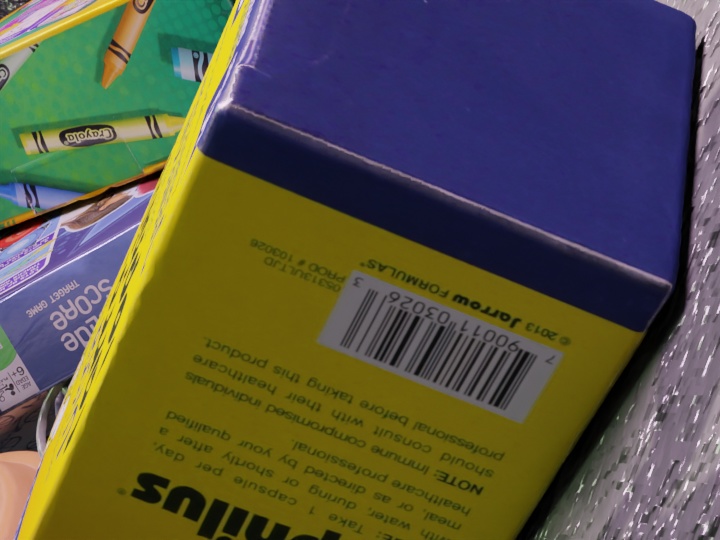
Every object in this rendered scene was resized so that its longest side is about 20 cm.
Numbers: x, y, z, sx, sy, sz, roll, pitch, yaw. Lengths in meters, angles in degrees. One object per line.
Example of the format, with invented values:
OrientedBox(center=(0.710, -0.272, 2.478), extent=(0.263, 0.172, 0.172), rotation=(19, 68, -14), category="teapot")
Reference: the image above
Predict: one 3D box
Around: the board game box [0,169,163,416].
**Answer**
OrientedBox(center=(-0.038, -0.032, 0.819), extent=(0.199, 0.035, 0.135), rotation=(-28, 14, 6), category="board game box")

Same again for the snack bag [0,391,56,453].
OrientedBox(center=(-0.136, 0.078, 1.022), extent=(0.200, 0.021, 0.188), rotation=(-33, -17, 31), category="snack bag")

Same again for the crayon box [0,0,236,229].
OrientedBox(center=(-0.073, -0.077, 0.850), extent=(0.199, 0.058, 0.119), rotation=(-18, 18, 41), category="crayon box")

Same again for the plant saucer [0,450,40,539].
OrientedBox(center=(-0.180, 0.135, 0.862), extent=(0.200, 0.032, 0.201), rotation=(-32, 21, 14), category="plant saucer")

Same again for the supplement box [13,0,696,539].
OrientedBox(center=(-0.009, 0.020, 0.614), extent=(0.109, 0.109, 0.200), rotation=(-77, 11, -51), category="supplement box")

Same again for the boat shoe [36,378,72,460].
OrientedBox(center=(-0.071, 0.047, 0.821), extent=(0.075, 0.062, 0.200), rotation=(-45, 20, -5), category="boat shoe")
